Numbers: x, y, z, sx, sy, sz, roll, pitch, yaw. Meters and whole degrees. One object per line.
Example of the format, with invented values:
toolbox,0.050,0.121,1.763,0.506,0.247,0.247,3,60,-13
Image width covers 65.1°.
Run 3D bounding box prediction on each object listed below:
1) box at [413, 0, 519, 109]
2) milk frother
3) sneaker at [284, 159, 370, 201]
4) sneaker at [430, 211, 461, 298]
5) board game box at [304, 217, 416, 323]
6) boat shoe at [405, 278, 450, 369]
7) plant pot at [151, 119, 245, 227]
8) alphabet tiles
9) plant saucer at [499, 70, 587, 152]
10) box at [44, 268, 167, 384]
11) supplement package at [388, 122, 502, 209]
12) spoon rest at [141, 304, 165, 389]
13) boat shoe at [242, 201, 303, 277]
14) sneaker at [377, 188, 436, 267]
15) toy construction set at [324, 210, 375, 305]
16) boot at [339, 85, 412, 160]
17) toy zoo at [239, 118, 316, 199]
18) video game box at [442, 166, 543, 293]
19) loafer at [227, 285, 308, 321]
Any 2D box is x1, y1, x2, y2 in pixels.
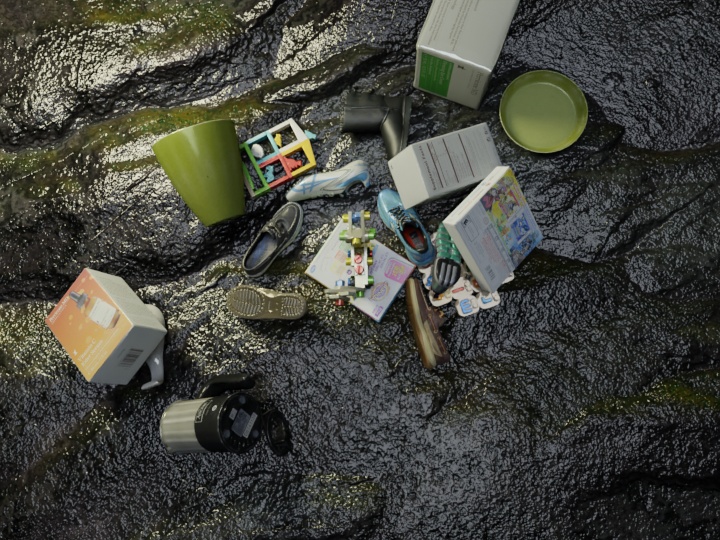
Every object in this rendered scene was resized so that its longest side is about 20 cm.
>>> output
box,0.230,-0.506,1.251,0.171,0.199,0.200,20,84,5
milk frother,-0.274,0.335,1.187,0.188,0.181,0.200,-13,112,35
sneaker,-0.074,-0.191,1.284,0.200,0.072,0.073,-18,88,3
sneaker,0.187,-0.038,1.238,0.074,0.088,0.200,22,58,-1
board game box,0.000,0.000,1.264,0.200,0.040,0.153,34,84,7
boat shoe,0.149,0.110,1.227,0.072,0.072,0.201,-15,87,-8
plant pot,-0.335,-0.206,1.258,0.187,0.187,0.200,-21,96,0
alphabet tiles,0.234,-0.003,1.266,0.195,0.015,0.200,-20,81,-1
plant saucer,0.419,-0.363,1.305,0.199,0.031,0.201,-1,82,3
box,-0.543,0.120,1.204,0.200,0.106,0.152,40,93,25
supplement package,0.182,-0.223,1.213,0.200,0.117,0.118,-21,91,-22
spoon rest,-0.477,0.170,1.261,0.099,0.061,0.200,-19,67,-1
boat shoe,-0.201,-0.074,1.272,0.070,0.066,0.200,38,85,8
sneaker,0.104,-0.107,1.246,0.078,0.090,0.200,-33,72,-2
toy construction set,-0.010,-0.018,1.180,0.092,0.131,0.201,13,82,5
boot,0.032,-0.328,1.298,0.162,0.073,0.199,5,75,2
toy zoo,-0.192,-0.270,1.325,0.200,0.020,0.131,-27,81,-1
video game box,0.284,-0.086,1.191,0.182,0.047,0.200,-43,120,-14
loafer,-0.203,0.079,1.251,0.199,0.068,0.076,8,80,20
